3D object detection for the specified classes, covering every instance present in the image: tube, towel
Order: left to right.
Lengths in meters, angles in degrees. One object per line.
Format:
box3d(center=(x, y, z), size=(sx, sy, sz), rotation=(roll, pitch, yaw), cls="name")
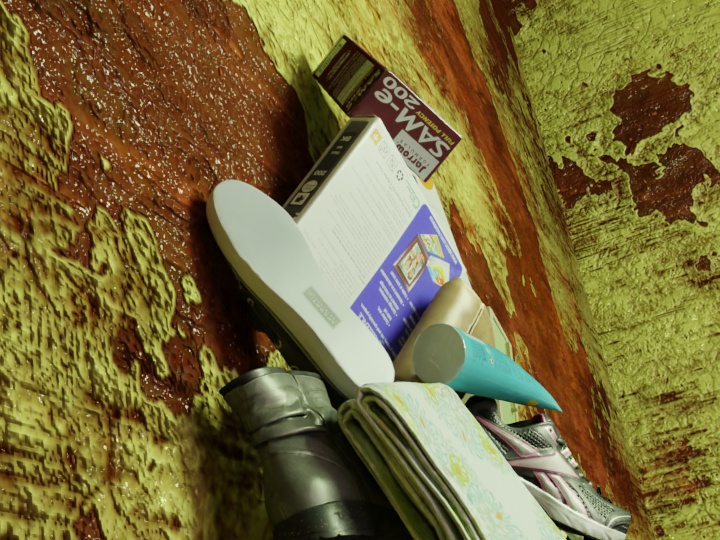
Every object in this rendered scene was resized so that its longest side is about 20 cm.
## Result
box3d(center=(0.074, 0.153, 0.689), size=(0.172, 0.048, 0.199), rotation=(56, 14, 19), cls="towel")
box3d(center=(0.116, 0.089, 0.881), size=(0.199, 0.051, 0.078), rotation=(22, 23, -54), cls="tube")

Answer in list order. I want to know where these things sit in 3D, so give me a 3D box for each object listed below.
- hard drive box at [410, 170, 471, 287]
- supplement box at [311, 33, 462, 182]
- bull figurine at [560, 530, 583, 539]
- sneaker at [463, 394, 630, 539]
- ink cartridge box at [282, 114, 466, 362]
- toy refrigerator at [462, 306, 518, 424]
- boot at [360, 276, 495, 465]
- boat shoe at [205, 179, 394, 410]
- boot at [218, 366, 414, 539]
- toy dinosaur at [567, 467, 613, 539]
box3d(center=(0.053, -0.019, 1.091), size=(0.203, 0.076, 0.156), rotation=(69, 19, -6), cls="hard drive box")
box3d(center=(0.022, -0.172, 1.020), size=(0.108, 0.061, 0.200), rotation=(37, 10, -25), cls="supplement box")
box3d(center=(0.176, 0.270, 0.955), size=(0.202, 0.119, 0.066), rotation=(-93, -160, -51), cls="bull figurine")
box3d(center=(0.166, 0.177, 0.897), size=(0.198, 0.080, 0.087), rotation=(29, 77, -14), cls="sneaker")
box3d(center=(0.000, 0.000, 0.907), size=(0.201, 0.043, 0.199), rotation=(-55, 128, -30), cls="ink cartridge box")
box3d(center=(0.157, 0.147, 1.241), size=(0.076, 0.069, 0.202), rotation=(56, 23, -36), cls="toy refrigerator")
box3d(center=(0.044, 0.074, 0.879), size=(0.201, 0.065, 0.177), rotation=(-51, 136, -39), cls="boot")
box3d(center=(-0.055, 0.026, 0.745), size=(0.201, 0.066, 0.070), rotation=(49, 40, 3), cls="boat shoe")
box3d(center=(-0.011, 0.130, 0.682), size=(0.199, 0.067, 0.132), rotation=(28, 35, -57), cls="boot")
box3d(center=(0.328, 0.393, 1.504), size=(0.137, 0.100, 0.202), rotation=(85, -13, -50), cls="toy dinosaur")
